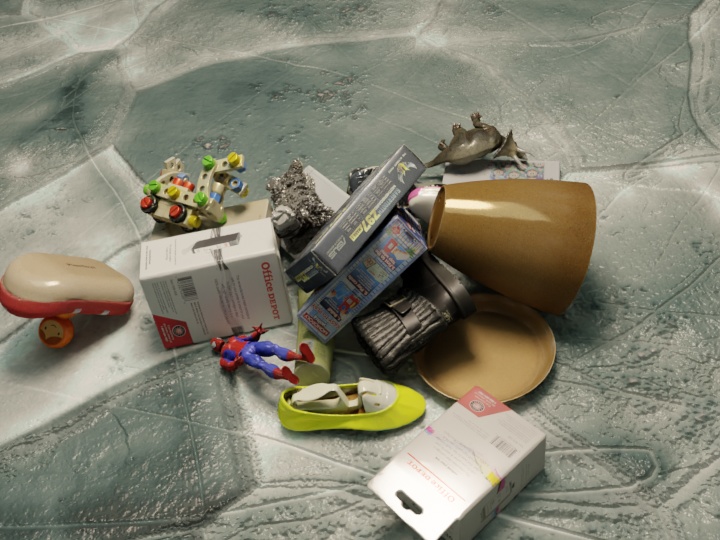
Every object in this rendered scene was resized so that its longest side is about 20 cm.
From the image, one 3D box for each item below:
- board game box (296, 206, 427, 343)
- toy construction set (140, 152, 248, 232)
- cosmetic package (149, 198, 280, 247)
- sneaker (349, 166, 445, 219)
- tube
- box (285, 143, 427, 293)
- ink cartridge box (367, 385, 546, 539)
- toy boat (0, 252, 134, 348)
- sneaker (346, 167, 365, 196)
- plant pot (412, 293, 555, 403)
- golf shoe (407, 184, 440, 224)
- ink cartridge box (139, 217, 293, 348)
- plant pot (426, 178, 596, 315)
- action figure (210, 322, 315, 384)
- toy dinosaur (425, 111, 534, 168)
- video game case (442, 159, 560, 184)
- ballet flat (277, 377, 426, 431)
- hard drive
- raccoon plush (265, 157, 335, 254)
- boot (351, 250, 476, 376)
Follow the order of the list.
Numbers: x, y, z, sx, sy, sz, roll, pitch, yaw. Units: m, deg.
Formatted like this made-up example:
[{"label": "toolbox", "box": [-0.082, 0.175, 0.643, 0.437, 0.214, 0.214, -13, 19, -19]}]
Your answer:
[{"label": "board game box", "box": [0.000, 0.000, 1.210, 0.200, 0.062, 0.200, -45, 8, 9]}, {"label": "toy construction set", "box": [-0.268, -0.130, 1.344, 0.198, 0.092, 0.133, 11, 72, 43]}, {"label": "cosmetic package", "box": [-0.230, -0.037, 1.355, 0.196, 0.074, 0.105, -10, 43, 10]}, {"label": "sneaker", "box": [0.054, -0.114, 1.344, 0.198, 0.079, 0.086, 11, 3, -38]}, {"label": "tube", "box": [-0.061, 0.086, 1.239, 0.052, 0.058, 0.201, -43, 25, 28]}, {"label": "box", "box": [-0.009, -0.066, 1.166, 0.051, 0.158, 0.201, 41, 70, -6]}, {"label": "ink cartridge box", "box": [0.115, 0.243, 1.023, 0.199, 0.068, 0.116, -34, 48, -27]}, {"label": "toy boat", "box": [-0.444, 0.053, 1.283, 0.129, 0.133, 0.199, 26, 10, 32]}, {"label": "sneaker", "box": [0.006, -0.087, 1.381, 0.073, 0.086, 0.201, -13, 43, -5]}, {"label": "plant pot", "box": [0.168, 0.111, 1.185, 0.196, 0.028, 0.202, -4, 44, 4]}, {"label": "golf shoe", "box": [0.159, -0.060, 1.293, 0.197, 0.075, 0.093, 22, 58, -11]}, {"label": "ink cartridge box", "box": [-0.207, 0.019, 1.257, 0.196, 0.146, 0.084, -11, 42, -3]}, {"label": "plant pot", "box": [0.199, -0.052, 1.193, 0.196, 0.188, 0.188, 13, 43, -6]}, {"label": "action figure", "box": [-0.148, 0.113, 1.188, 0.198, 0.052, 0.066, 2, 50, 48]}, {"label": "toy dinosaur", "box": [0.186, -0.215, 1.463, 0.196, 0.078, 0.103, -9, 27, -8]}, {"label": "video game case", "box": [0.230, -0.123, 1.428, 0.196, 0.024, 0.184, 2, 44, 12]}, {"label": "ballet flat", "box": [-0.013, 0.171, 1.120, 0.196, 0.068, 0.067, -5, 42, 4]}, {"label": "hard drive", "box": [-0.067, -0.074, 1.370, 0.132, 0.027, 0.200, -51, 46, 1]}, {"label": "raccoon plush", "box": [-0.100, -0.114, 1.270, 0.096, 0.200, 0.135, -28, 76, -3]}, {"label": "boot", "box": [0.055, 0.049, 1.204, 0.157, 0.080, 0.211, -36, 23, -2]}]
